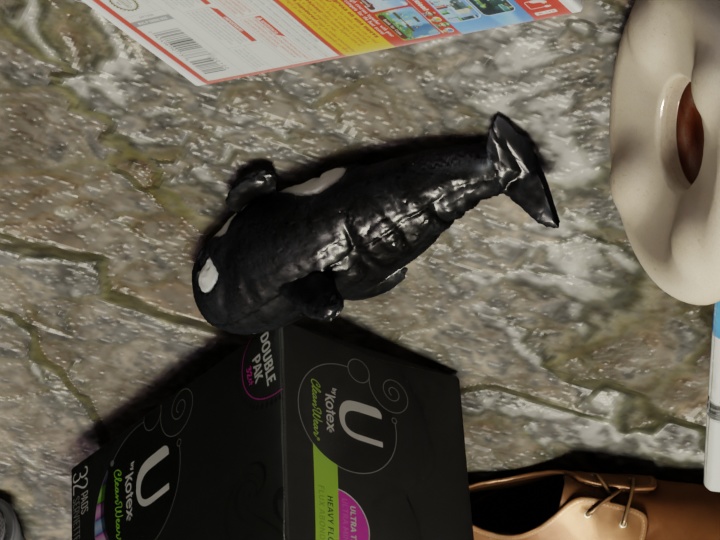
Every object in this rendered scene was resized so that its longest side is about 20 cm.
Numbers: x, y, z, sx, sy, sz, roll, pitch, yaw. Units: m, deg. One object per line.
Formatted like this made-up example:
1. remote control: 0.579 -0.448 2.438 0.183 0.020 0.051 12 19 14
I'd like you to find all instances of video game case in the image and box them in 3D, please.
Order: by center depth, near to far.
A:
1. video game case: -0.027 -0.129 1.173 0.200 0.017 0.143 -8 153 31

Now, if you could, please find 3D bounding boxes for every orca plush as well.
1. orca plush: 0.000 0.000 1.343 0.200 0.071 0.105 -11 140 20

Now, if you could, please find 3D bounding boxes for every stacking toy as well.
1. stacking toy: 0.219 -0.061 1.214 0.200 0.146 0.146 -2 146 -17

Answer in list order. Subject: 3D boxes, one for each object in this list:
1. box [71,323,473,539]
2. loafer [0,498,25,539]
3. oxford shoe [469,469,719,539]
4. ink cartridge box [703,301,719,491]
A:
1. box: -0.049 0.142 1.464 0.124 0.149 0.200 19 143 -33
2. loafer: -0.287 0.172 1.609 0.200 0.072 0.063 -5 147 8
3. oxford shoe: 0.142 0.139 1.517 0.200 0.071 0.071 -6 137 16
4. ink cartridge box: 0.241 0.033 1.329 0.145 0.084 0.200 5 149 8
